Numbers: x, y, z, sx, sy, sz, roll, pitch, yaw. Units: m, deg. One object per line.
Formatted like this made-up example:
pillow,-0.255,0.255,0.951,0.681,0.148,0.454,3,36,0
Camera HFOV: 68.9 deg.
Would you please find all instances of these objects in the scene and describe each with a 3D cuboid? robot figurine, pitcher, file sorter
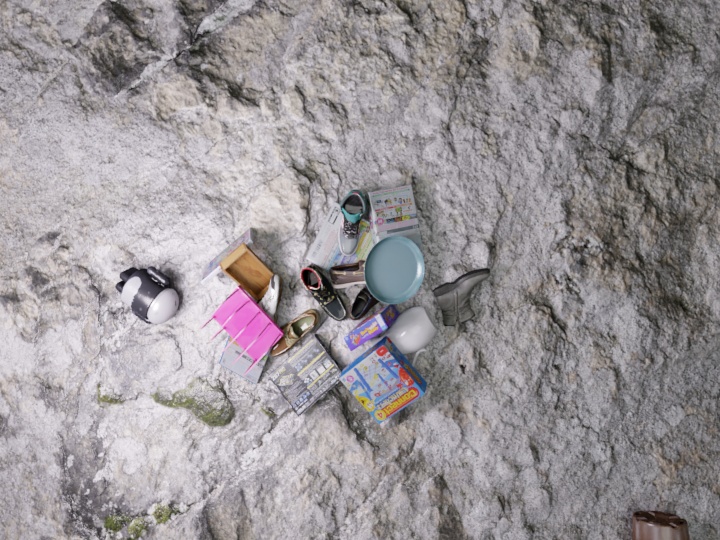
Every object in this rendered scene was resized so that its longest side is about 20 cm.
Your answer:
robot figurine,-0.661,0.076,1.636,0.197,0.151,0.126,35,62,2
pitcher,0.149,0.223,1.614,0.197,0.121,0.174,-34,93,11
file sorter,-0.353,0.182,1.549,0.200,0.126,0.139,46,110,-5

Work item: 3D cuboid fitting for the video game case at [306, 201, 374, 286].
video game case,-0.052,-0.083,1.665,0.178,0.022,0.205,28,90,2

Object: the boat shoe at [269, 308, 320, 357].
boat shoe,-0.213,0.193,1.643,0.199,0.074,0.076,-41,89,1

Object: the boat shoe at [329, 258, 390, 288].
boat shoe,0.000,0.000,1.611,0.192,0.073,0.061,-12,120,4

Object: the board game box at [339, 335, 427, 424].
board game box,0.068,0.335,1.592,0.199,0.056,0.197,-39,98,26

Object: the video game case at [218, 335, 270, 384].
video game case,-0.352,0.242,1.644,0.140,0.018,0.205,27,110,3

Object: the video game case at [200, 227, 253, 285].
video game case,-0.410,-0.046,1.618,0.198,0.144,0.018,-40,113,2

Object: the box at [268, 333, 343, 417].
box,-0.169,0.330,1.655,0.199,0.049,0.162,-41,90,1

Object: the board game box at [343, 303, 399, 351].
board game box,0.037,0.162,1.560,0.132,0.200,0.046,-34,88,15

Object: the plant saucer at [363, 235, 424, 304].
plant saucer,0.100,-0.003,1.583,0.192,0.027,0.209,-3,99,-16

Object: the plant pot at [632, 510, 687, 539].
plant pot,0.897,0.841,1.558,0.192,0.200,0.207,0,82,2

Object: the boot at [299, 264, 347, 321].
boot,-0.115,0.072,1.600,0.073,0.154,0.206,-35,89,2

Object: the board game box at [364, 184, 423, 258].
board game box,0.103,-0.149,1.627,0.142,0.064,0.208,-10,91,-11

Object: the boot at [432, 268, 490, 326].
boot,0.331,0.085,1.638,0.195,0.068,0.134,-25,94,9

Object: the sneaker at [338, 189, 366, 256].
sneaker,-0.027,-0.148,1.593,0.080,0.121,0.208,7,90,1

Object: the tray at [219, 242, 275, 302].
tray,-0.331,0.009,1.598,0.098,0.201,0.037,-39,50,-1

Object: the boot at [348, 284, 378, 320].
boot,0.033,0.075,1.624,0.074,0.097,0.202,36,91,1

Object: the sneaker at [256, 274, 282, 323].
sneaker,-0.295,0.107,1.628,0.084,0.076,0.207,14,104,1
